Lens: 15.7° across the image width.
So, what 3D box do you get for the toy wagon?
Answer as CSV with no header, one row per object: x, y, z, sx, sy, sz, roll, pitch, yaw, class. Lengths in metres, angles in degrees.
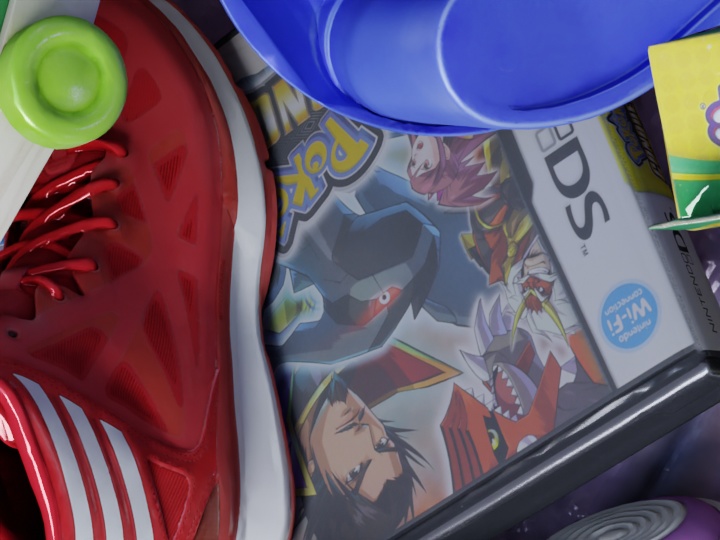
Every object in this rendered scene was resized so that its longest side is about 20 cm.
-0.097,-0.094,0.721,0.155,0.039,0.201,-13,61,61,toy wagon

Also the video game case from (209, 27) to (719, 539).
0.000,0.000,0.773,0.200,0.025,0.182,-34,62,28,video game case

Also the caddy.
0.049,-0.124,0.682,0.200,0.105,0.142,-41,104,-7,caddy

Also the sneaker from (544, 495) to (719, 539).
0.041,0.137,0.786,0.199,0.075,0.100,-20,106,36,sneaker

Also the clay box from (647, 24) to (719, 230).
0.148,-0.050,0.621,0.114,0.200,0.048,-9,96,28,clay box

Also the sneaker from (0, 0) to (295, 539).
-0.084,-0.003,0.751,0.078,0.115,0.201,-31,64,31,sneaker

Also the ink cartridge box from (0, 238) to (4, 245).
-0.168,-0.100,0.825,0.067,0.116,0.202,-7,96,31,ink cartridge box
